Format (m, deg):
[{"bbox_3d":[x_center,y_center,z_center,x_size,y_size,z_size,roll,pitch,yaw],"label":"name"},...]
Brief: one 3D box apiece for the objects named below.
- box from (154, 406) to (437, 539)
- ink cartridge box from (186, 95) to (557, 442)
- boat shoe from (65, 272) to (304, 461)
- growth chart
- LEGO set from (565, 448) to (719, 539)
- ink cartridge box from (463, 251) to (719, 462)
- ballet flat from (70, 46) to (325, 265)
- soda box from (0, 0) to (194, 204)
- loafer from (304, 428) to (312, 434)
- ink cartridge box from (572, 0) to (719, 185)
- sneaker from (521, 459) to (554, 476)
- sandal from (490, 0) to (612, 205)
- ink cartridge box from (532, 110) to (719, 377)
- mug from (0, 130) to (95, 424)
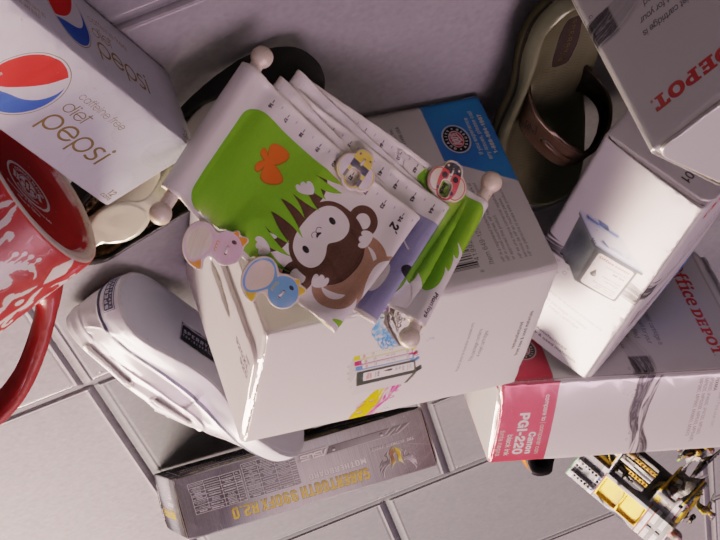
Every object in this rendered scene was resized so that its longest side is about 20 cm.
[{"bbox_3d":[-0.054,0.156,1.578,0.199,0.048,0.158,-16,179,-12],"label":"box"},{"bbox_3d":[0.000,0.000,1.334,0.199,0.148,0.145,-11,149,-17],"label":"ink cartridge box"},{"bbox_3d":[-0.121,0.073,1.426,0.065,0.074,0.200,-24,126,34],"label":"boat shoe"},{"bbox_3d":[-0.020,-0.038,1.211,0.200,0.145,0.018,29,165,-23],"label":"growth chart"},{"bbox_3d":[0.273,0.138,1.684,0.154,0.116,0.200,-57,165,27],"label":"LEGO set"},{"bbox_3d":[0.177,0.061,1.507,0.199,0.146,0.085,-4,128,-11],"label":"ink cartridge box"},{"bbox_3d":[-0.104,-0.060,1.235,0.200,0.068,0.068,-34,111,19],"label":"ballet flat"},{"bbox_3d":[-0.174,-0.113,1.124,0.068,0.064,0.200,-30,150,13],"label":"soda box"},{"bbox_3d":[-0.028,0.065,1.499,0.067,0.076,0.200,-12,161,-28],"label":"loafer"},{"bbox_3d":[0.198,-0.171,1.136,0.144,0.200,0.084,-38,146,26],"label":"ink cartridge box"},{"bbox_3d":[0.176,0.088,1.646,0.070,0.090,0.200,-2,145,-30],"label":"sneaker"},{"bbox_3d":[0.132,-0.104,1.326,0.080,0.057,0.201,-32,152,-21],"label":"sandal"},{"bbox_3d":[0.196,-0.043,1.395,0.146,0.086,0.200,-44,166,-39],"label":"ink cartridge box"},{"bbox_3d":[-0.258,0.009,1.214,0.200,0.134,0.177,-35,156,12],"label":"mug"}]
